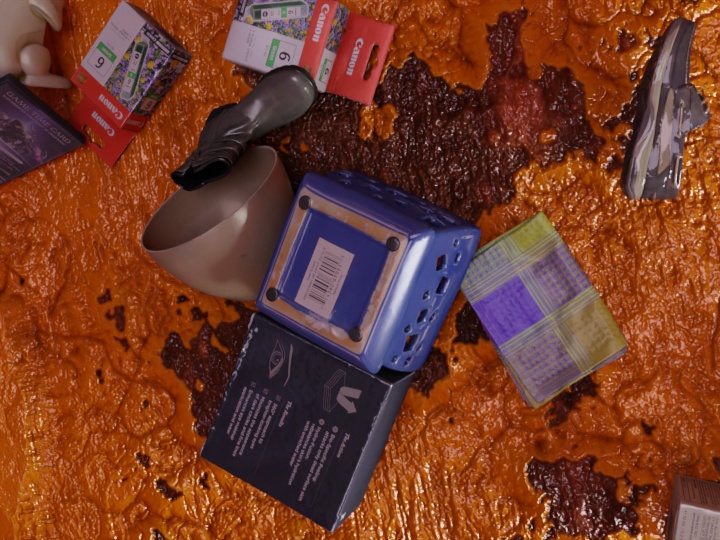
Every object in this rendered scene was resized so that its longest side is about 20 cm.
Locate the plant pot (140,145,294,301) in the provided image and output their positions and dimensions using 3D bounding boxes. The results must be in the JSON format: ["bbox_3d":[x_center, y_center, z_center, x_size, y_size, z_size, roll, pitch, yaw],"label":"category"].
[{"bbox_3d":[-0.154,-0.042,1.050,0.198,0.201,0.135,-25,120,17],"label":"plant pot"}]

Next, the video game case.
[{"bbox_3d":[-0.508,-0.186,1.166,0.198,0.143,0.019,-20,53,20],"label":"video game case"}]

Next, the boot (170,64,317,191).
[{"bbox_3d":[-0.143,-0.165,1.034,0.198,0.132,0.068,-21,125,37],"label":"boot"}]

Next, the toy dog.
[{"bbox_3d":[-0.494,-0.356,1.133,0.138,0.193,0.203,10,102,29],"label":"toy dog"}]

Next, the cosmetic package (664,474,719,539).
[{"bbox_3d":[0.438,0.297,0.903,0.197,0.103,0.089,9,97,19],"label":"cosmetic package"}]

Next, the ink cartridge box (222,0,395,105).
[{"bbox_3d":[-0.067,-0.291,1.058,0.198,0.050,0.110,21,99,16],"label":"ink cartridge box"}]

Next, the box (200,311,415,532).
[{"bbox_3d":[-0.065,0.179,1.050,0.198,0.117,0.199,25,99,16],"label":"box"}]

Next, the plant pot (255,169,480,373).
[{"bbox_3d":[0.000,0.000,0.981,0.198,0.179,0.202,27,101,20],"label":"plant pot"}]

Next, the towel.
[{"bbox_3d":[0.213,0.048,1.005,0.143,0.023,0.202,-32,83,17],"label":"towel"}]

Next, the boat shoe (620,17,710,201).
[{"bbox_3d":[0.348,-0.175,0.935,0.072,0.075,0.203,12,105,7],"label":"boat shoe"}]

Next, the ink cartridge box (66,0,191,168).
[{"bbox_3d":[-0.335,-0.253,1.153,0.109,0.050,0.201,42,103,11],"label":"ink cartridge box"}]
